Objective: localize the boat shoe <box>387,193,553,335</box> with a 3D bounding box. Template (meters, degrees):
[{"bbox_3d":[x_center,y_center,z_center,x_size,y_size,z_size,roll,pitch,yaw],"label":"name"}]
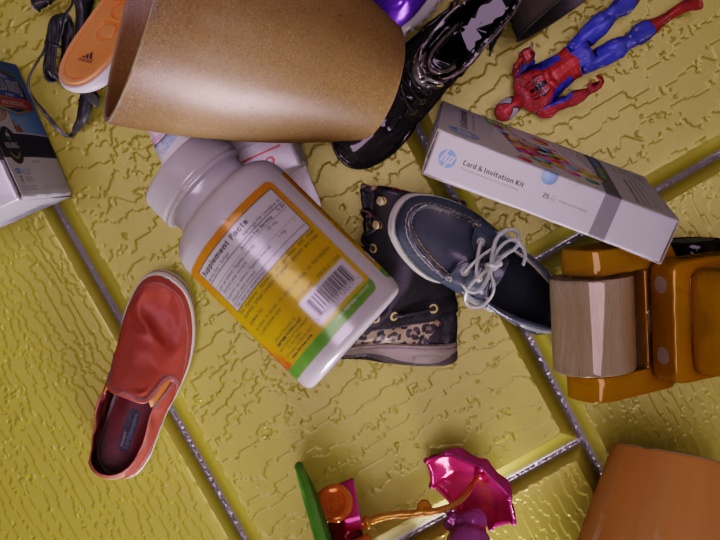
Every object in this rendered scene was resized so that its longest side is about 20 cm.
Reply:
[{"bbox_3d":[0.108,0.000,0.819,0.199,0.062,0.076,37,83,-28],"label":"boat shoe"}]

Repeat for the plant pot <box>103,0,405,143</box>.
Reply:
[{"bbox_3d":[-0.072,-0.175,0.724,0.197,0.186,0.190,14,97,-22],"label":"plant pot"}]

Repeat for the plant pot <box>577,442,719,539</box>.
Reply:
[{"bbox_3d":[0.264,0.252,0.826,0.196,0.200,0.187,11,81,1],"label":"plant pot"}]

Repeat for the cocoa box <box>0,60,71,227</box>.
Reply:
[{"bbox_3d":[-0.379,-0.085,0.829,0.197,0.133,0.133,-23,94,4],"label":"cocoa box"}]

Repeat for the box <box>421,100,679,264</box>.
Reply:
[{"bbox_3d":[0.151,-0.079,0.799,0.196,0.156,0.042,20,109,0],"label":"box"}]

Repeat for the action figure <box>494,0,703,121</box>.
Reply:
[{"bbox_3d":[0.198,-0.191,0.819,0.198,0.099,0.066,-36,93,8],"label":"action figure"}]

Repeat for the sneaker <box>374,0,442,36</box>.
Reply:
[{"bbox_3d":[0.040,-0.271,0.737,0.098,0.071,0.200,18,134,-30],"label":"sneaker"}]

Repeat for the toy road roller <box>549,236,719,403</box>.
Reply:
[{"bbox_3d":[0.266,0.038,0.792,0.196,0.145,0.126,-7,96,-27],"label":"toy road roller"}]

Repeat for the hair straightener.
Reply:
[{"bbox_3d":[-0.257,-0.222,0.863,0.075,0.041,0.204,12,101,1],"label":"hair straightener"}]

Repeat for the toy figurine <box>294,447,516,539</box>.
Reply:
[{"bbox_3d":[0.055,0.237,0.842,0.181,0.151,0.202,-16,54,-8],"label":"toy figurine"}]

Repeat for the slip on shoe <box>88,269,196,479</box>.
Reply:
[{"bbox_3d":[-0.201,0.099,0.880,0.073,0.061,0.204,19,95,2],"label":"slip on shoe"}]

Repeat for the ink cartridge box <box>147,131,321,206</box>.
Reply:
[{"bbox_3d":[-0.121,-0.125,0.848,0.115,0.068,0.203,-23,95,4],"label":"ink cartridge box"}]

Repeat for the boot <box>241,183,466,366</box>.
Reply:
[{"bbox_3d":[0.000,0.000,0.855,0.196,0.073,0.154,8,97,-3],"label":"boot"}]

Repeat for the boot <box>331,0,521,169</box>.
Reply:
[{"bbox_3d":[0.048,-0.162,0.784,0.069,0.174,0.200,42,96,-7],"label":"boot"}]

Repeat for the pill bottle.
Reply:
[{"bbox_3d":[-0.074,-0.015,0.769,0.200,0.111,0.111,44,96,3],"label":"pill bottle"}]

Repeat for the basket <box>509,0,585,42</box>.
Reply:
[{"bbox_3d":[0.148,-0.325,0.788,0.179,0.136,0.202,-34,89,21],"label":"basket"}]

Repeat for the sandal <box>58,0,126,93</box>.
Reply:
[{"bbox_3d":[-0.192,-0.242,0.800,0.078,0.059,0.209,16,67,25],"label":"sandal"}]
